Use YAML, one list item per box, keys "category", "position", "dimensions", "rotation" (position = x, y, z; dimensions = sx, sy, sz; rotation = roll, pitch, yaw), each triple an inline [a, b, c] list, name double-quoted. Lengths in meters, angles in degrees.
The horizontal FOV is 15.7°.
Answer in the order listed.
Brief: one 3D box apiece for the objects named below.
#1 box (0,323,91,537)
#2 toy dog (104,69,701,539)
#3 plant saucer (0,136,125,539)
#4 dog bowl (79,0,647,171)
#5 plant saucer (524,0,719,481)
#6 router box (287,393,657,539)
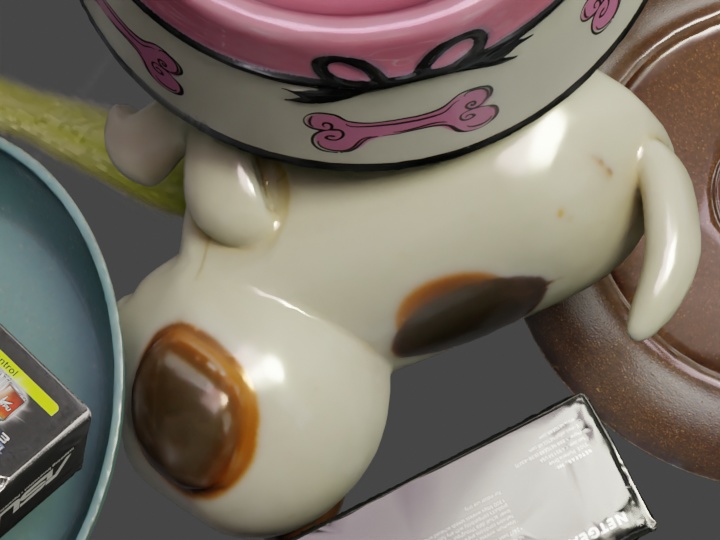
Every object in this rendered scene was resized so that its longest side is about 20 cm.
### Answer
- category: "box"
  position: [-0.206, 0.033, 0.777]
  dimensions: [0.200, 0.044, 0.160]
  rotation: [42, 61, 11]
- category: "toy dog"
  position: [0.000, 0.000, 0.874]
  dimensions: [0.194, 0.140, 0.200]
  rotation: [43, 90, 20]
- category: "plant saucer"
  position: [-0.154, 0.049, 0.871]
  dimensions: [0.200, 0.036, 0.200]
  rotation: [-8, 74, 27]
- category: "dog bowl"
  position: [-0.001, -0.135, 0.793]
  dimensions: [0.200, 0.074, 0.200]
  rotation: [-1, 76, 4]
- category: "plant saucer"
  position: [0.151, -0.022, 0.931]
  dimensions: [0.200, 0.032, 0.201]
  rotation: [0, 72, -1]
- category: "router box"
  position: [-0.015, 0.111, 0.821]
  dimensions: [0.200, 0.149, 0.051]
  rotation: [-26, 83, -8]
